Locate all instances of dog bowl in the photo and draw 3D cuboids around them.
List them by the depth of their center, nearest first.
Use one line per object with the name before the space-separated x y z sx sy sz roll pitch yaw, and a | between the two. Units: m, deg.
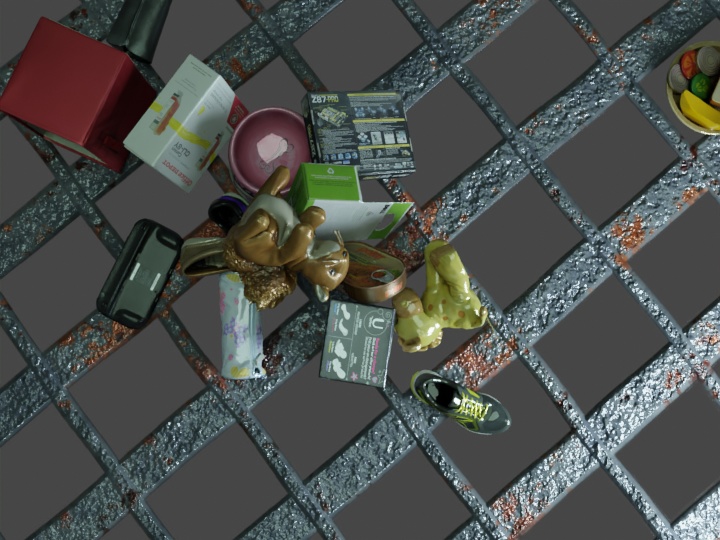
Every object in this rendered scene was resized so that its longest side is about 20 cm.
dog bowl | -0.161 -0.217 1.174 0.195 0.074 0.205 0 84 1

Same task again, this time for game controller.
game controller | -0.418 0.006 1.177 0.103 0.042 0.203 27 86 -12

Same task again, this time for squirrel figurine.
squirrel figurine | -0.119 -0.025 1.005 0.185 0.143 0.200 36 124 -21

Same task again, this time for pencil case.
pencil case | -0.217 0.099 1.135 0.082 0.090 0.205 0 82 -26

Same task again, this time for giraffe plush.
giraffe plush | 0.125 0.066 1.104 0.160 0.173 0.203 -28 74 3

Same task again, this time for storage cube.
storage cube | -0.507 -0.313 1.135 0.197 0.171 0.183 23 84 3

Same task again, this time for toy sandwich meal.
toy sandwich meal | 0.691 -0.354 1.186 0.200 0.070 0.210 0 85 0

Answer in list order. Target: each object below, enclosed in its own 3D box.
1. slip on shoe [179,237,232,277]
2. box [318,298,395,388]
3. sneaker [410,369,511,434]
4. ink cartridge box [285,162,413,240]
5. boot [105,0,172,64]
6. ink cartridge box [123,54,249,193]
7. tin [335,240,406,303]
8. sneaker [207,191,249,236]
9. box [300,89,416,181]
slip on shoe | -0.220 -0.027 1.084 0.195 0.077 0.061 -3 42 0
box | -0.003 0.126 1.078 0.112 0.200 0.135 8 85 2
sneaker | 0.183 0.247 1.125 0.197 0.085 0.076 22 86 2
ink cartridge box | -0.025 -0.118 1.112 0.196 0.148 0.077 -2 66 -23
boot | -0.382 -0.498 1.202 0.162 0.066 0.203 22 82 11
ink cartridge box | -0.315 -0.262 1.137 0.083 0.145 0.201 35 86 16
tin | 0.000 0.000 1.107 0.111 0.199 0.042 -32 125 -25
sneaker | -0.197 -0.070 1.139 0.198 0.100 0.070 29 108 6
box | -0.002 -0.251 1.154 0.196 0.049 0.165 -9 86 -25
